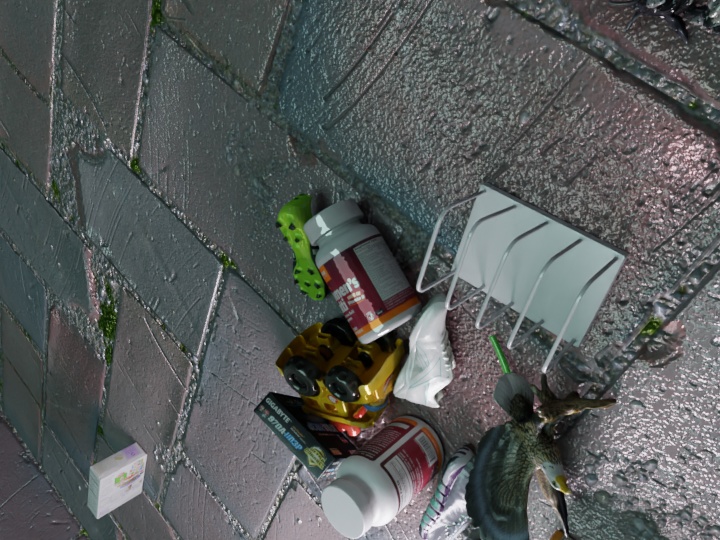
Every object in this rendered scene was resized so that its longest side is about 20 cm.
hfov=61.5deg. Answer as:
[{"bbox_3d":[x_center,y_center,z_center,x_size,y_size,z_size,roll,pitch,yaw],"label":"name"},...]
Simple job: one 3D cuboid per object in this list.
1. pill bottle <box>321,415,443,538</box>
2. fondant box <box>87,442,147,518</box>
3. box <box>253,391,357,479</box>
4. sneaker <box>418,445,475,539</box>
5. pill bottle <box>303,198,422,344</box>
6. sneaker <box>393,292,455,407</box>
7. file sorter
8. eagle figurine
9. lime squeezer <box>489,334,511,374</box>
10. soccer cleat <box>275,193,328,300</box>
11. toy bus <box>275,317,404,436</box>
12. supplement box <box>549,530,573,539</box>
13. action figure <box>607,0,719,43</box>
[{"bbox_3d":[0.035,0.321,0.949,0.113,0.200,0.113,17,117,36],"label":"pill bottle"},{"bbox_3d":[-0.705,0.608,1.754,0.058,0.144,0.200,40,129,24],"label":"fondant box"},{"bbox_3d":[-0.084,0.287,1.056,0.159,0.200,0.046,41,88,22],"label":"box"},{"bbox_3d":[0.156,0.376,0.956,0.087,0.074,0.201,30,124,23],"label":"sneaker"},{"bbox_3d":[0.000,0.000,0.914,0.109,0.109,0.200,-35,83,43],"label":"pill bottle"},{"bbox_3d":[0.110,0.121,0.905,0.080,0.070,0.201,22,124,16],"label":"sneaker"},{"bbox_3d":[0.186,0.006,0.743,0.200,0.124,0.139,33,126,28],"label":"file sorter"},{"bbox_3d":[0.224,0.247,0.780,0.151,0.151,0.201,18,115,13],"label":"eagle figurine"},{"bbox_3d":[0.212,0.192,0.865,0.071,0.038,0.201,-137,41,-63],"label":"lime squeezer"},{"bbox_3d":[-0.082,-0.034,1.006,0.067,0.081,0.201,14,138,28],"label":"soccer cleat"},{"bbox_3d":[-0.016,0.196,1.004,0.199,0.136,0.193,4,123,38],"label":"toy bus"},{"bbox_3d":[0.334,0.478,0.837,0.200,0.073,0.127,27,123,31],"label":"supplement box"},{"bbox_3d":[0.314,-0.278,0.534,0.200,0.102,0.119,-27,100,42],"label":"action figure"}]
